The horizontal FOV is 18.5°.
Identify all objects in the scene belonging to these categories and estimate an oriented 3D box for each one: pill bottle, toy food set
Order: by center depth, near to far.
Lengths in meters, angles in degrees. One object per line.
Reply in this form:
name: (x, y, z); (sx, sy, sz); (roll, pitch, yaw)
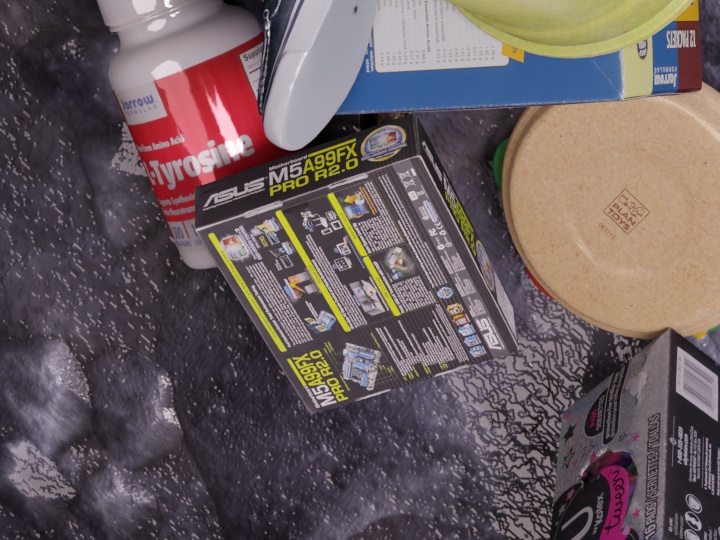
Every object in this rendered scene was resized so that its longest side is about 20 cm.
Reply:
toy food set: (0.180, -0.046, 1.452); (0.200, 0.049, 0.198); (31, 122, 12)
pill bottle: (-0.107, -0.112, 1.534); (0.112, 0.112, 0.201); (-14, 104, 31)

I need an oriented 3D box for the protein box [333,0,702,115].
protein box: (0.090, -0.199, 1.355); (0.199, 0.135, 0.199); (-1, 96, 28)

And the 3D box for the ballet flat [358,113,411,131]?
ballet flat: (0.008, -0.131, 1.494); (0.046, 0.067, 0.201); (-14, 113, -8)

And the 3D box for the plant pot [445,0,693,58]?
plant pot: (0.080, -0.212, 1.177); (0.200, 0.184, 0.201); (3, 98, 27)

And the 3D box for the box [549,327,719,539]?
box: (0.201, 0.161, 1.419); (0.132, 0.200, 0.115); (35, 125, -18)

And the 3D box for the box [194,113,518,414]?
box: (0.000, 0.000, 1.488); (0.160, 0.044, 0.200); (-18, 133, 14)

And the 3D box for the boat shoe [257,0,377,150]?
boat shoe: (-0.039, -0.178, 1.315); (0.091, 0.071, 0.201); (23, 100, 26)
